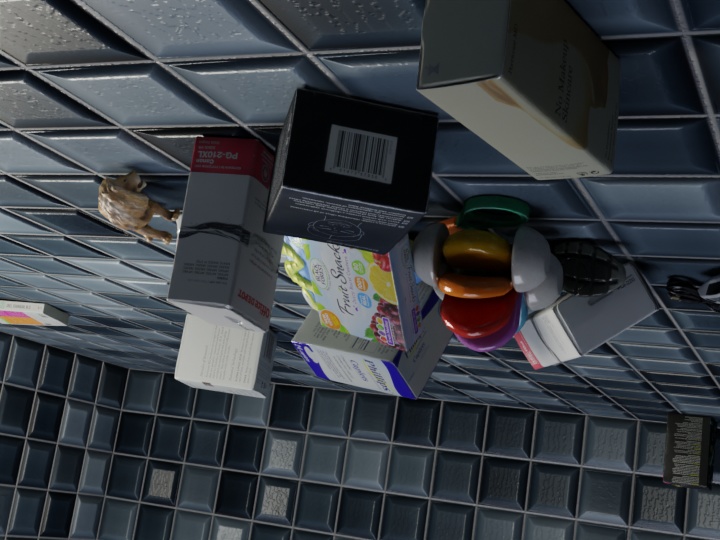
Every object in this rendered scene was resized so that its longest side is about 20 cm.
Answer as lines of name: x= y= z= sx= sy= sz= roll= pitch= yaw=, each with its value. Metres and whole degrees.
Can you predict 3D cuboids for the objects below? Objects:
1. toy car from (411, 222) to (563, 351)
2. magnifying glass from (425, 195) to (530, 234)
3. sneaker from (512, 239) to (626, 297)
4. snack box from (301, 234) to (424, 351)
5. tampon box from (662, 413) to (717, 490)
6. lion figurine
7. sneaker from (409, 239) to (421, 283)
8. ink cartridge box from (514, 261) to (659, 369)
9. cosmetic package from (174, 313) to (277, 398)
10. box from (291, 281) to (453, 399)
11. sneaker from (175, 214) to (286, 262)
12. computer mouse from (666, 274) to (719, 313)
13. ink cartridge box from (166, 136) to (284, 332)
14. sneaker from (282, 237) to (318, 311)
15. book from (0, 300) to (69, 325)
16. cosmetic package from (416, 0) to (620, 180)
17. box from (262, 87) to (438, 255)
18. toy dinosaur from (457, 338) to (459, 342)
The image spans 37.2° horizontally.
toy car: x=0.162 y=0.028 z=1.386 sx=0.174 sy=0.151 sz=0.200 roll=2 pitch=163 yaw=22
magnifying glass: x=0.144 y=-0.064 z=1.383 sx=0.079 sy=0.022 sz=0.200 roll=14 pitch=167 yaw=-25
sneaker: x=0.276 y=-0.007 z=1.481 sx=0.199 sy=0.076 sz=0.079 roll=8 pitch=-177 yaw=34
snack box: x=0.000 y=0.000 z=1.390 sx=0.142 sy=0.053 sz=0.201 roll=16 pitch=134 yaw=33
tampon box: x=0.956 y=0.528 z=3.105 sx=0.126 sy=0.201 sz=0.150 roll=3 pitch=166 yaw=25
lion figurine: x=-0.329 y=-0.086 z=1.499 sx=0.122 sy=0.073 sz=0.200 roll=23 pitch=167 yaw=-27
sneaker: x=0.027 y=0.001 z=1.599 sx=0.200 sy=0.076 sz=0.105 roll=-5 pitch=162 yaw=45
ink cartridge box: x=0.325 y=0.070 z=1.576 sx=0.145 sy=0.085 sz=0.200 roll=-29 pitch=174 yaw=-14
cosmetic package: x=-0.326 y=0.210 z=2.620 sx=0.199 sy=0.166 sz=0.165 roll=7 pitch=167 yaw=9
box: x=0.030 y=0.085 z=1.660 sx=0.199 sy=0.184 sz=0.105 roll=9 pitch=144 yaw=37
sneaker: x=-0.185 y=-0.022 z=1.616 sx=0.199 sy=0.100 sz=0.078 roll=9 pitch=168 yaw=-4
computer mouse: x=0.516 y=0.025 z=1.494 sx=0.109 sy=0.044 sz=0.200 roll=16 pitch=172 yaw=-12
ink cartridge box: x=-0.151 y=-0.040 z=1.273 sx=0.084 sy=0.201 sz=0.145 roll=5 pitch=167 yaw=15
sneaker: x=-0.049 y=-0.010 z=1.491 sx=0.200 sy=0.076 sz=0.105 roll=45 pitch=144 yaw=-9
book: x=-0.902 y=0.112 z=2.861 sx=0.199 sy=0.048 sz=0.134 roll=4 pitch=165 yaw=15
cosmetic package: x=0.127 y=-0.149 z=0.815 sx=0.071 sy=0.106 sz=0.200 roll=-2 pitch=165 yaw=35
box: x=-0.016 y=-0.098 z=1.134 sx=0.148 sy=0.108 sz=0.200 roll=10 pitch=167 yaw=-9
toy dinosaur: x=0.184 y=0.018 z=1.694 sx=0.181 sy=0.105 sz=0.201 roll=14 pitch=137 yaw=21
